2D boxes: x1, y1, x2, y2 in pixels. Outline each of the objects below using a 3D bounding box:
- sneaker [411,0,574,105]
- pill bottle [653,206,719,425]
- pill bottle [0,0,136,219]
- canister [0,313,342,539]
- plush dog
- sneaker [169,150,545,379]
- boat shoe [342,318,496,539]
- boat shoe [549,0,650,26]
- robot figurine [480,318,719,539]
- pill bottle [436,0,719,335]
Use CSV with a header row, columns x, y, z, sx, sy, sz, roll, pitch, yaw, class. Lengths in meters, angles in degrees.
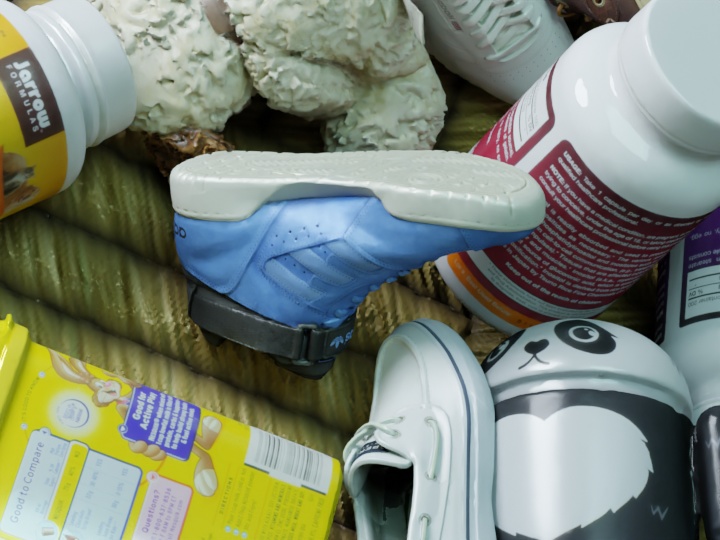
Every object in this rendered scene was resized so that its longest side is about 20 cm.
x,y,z,sx,sy,sz,roll,pitch,yaw,class
0.059,-0.157,1.568,0.076,0.081,0.200,-41,117,1,sneaker
0.219,0.012,1.562,0.112,0.112,0.200,13,62,-13,pill bottle
-0.217,-0.070,1.449,0.200,0.109,0.109,-27,76,-28,pill bottle
-0.122,0.124,1.402,0.200,0.087,0.149,22,59,-10,canister
-0.066,-0.132,1.529,0.172,0.160,0.200,-26,73,-2,plush dog
0.000,0.000,1.469,0.200,0.111,0.077,1,19,16,sneaker
0.026,0.100,1.430,0.067,0.074,0.200,18,41,-30,boat shoe
0.135,-0.173,1.579,0.200,0.072,0.072,52,42,-11,boat shoe
0.112,0.122,1.462,0.150,0.125,0.200,9,63,-15,robot figurine
0.130,-0.056,1.494,0.113,0.200,0.113,17,52,-24,pill bottle
